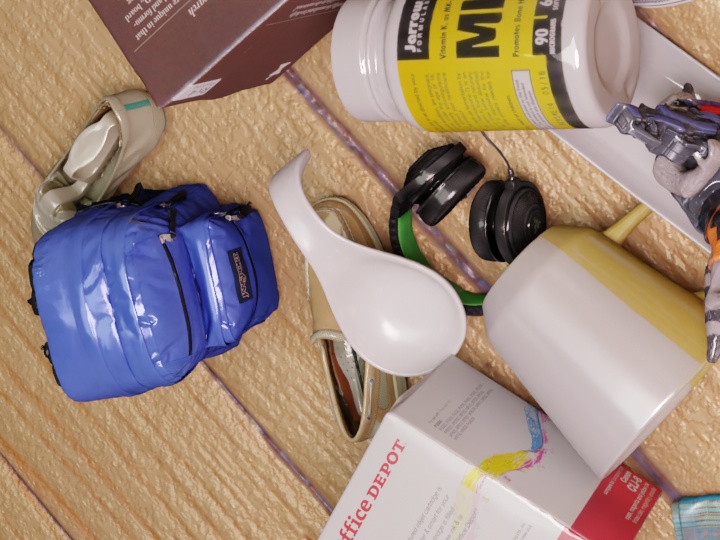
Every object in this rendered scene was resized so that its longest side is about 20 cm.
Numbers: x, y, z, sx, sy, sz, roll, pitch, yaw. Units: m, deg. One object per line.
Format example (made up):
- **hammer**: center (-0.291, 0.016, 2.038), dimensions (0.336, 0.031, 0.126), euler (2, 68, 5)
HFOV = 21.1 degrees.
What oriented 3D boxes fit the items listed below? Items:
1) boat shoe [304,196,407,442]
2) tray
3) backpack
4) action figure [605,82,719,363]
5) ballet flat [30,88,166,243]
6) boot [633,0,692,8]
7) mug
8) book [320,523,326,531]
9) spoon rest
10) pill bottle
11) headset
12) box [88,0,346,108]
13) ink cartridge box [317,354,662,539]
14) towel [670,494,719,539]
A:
- **boat shoe**: center (-0.011, 0.041, 1.562), dimensions (0.072, 0.076, 0.200), euler (-13, 95, 33)
- **tray**: center (0.229, -0.097, 1.407), dimensions (0.200, 0.022, 0.107), euler (39, 91, 15)
- **backpack**: center (-0.170, 0.011, 1.569), dimensions (0.168, 0.200, 0.163), euler (-16, 95, 22)
- **action figure**: center (0.230, -0.046, 1.314), dimensions (0.105, 0.200, 0.194), euler (-46, 44, 40)
- **ballet flat**: center (-0.243, -0.079, 1.668), dimensions (0.069, 0.069, 0.200), euler (46, 120, 12)
- **boot**: center (0.156, -0.227, 1.392), dimensions (0.200, 0.090, 0.073), euler (11, 108, 27)
- **mug**: center (0.184, 0.038, 1.426), dimensions (0.153, 0.187, 0.149), euler (43, 145, 12)
- **book**: center (0.084, 0.225, 1.578), dimensions (0.200, 0.048, 0.134), euler (-29, 90, 29)
- **spoon rest**: center (0.000, 0.000, 1.503), dimensions (0.099, 0.061, 0.200), euler (-39, 95, 26)
- **pill bottle**: center (0.087, -0.155, 1.376), dimensions (0.200, 0.114, 0.115), euler (0, 103, 29)
- **headset**: center (0.096, -0.059, 1.494), dimensions (0.123, 0.094, 0.200), euler (31, 131, 17)
- **box**: center (-0.113, -0.259, 1.490), dimensions (0.164, 0.166, 0.200), euler (-37, 84, 30)
- **ink cartridge box**: center (0.095, 0.188, 1.457), dimensions (0.200, 0.145, 0.145), euler (33, 116, 10)
- **towel**: center (0.337, 0.237, 1.449), dimensions (0.200, 0.022, 0.147), euler (-5, 100, 30)
